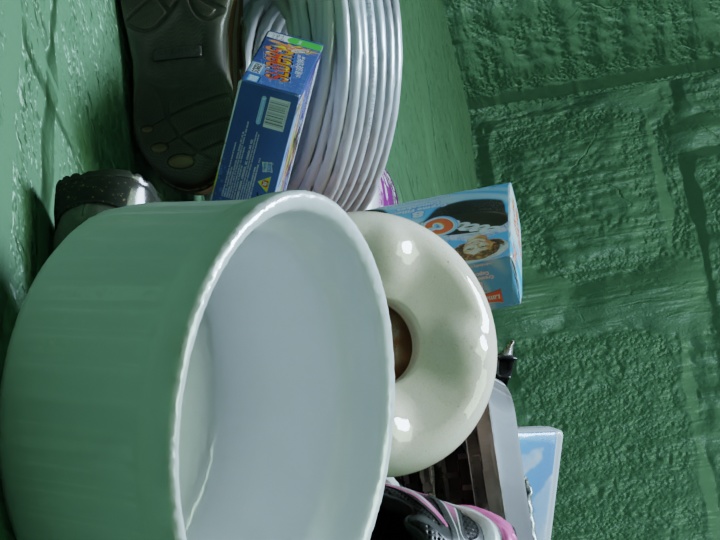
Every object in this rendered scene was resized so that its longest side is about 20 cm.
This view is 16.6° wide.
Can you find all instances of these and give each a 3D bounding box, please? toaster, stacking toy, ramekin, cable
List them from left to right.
[{"bbox_3d":[-0.071,0.063,1.069,0.200,0.098,0.201,-13,105,-63],"label":"ramekin"},{"bbox_3d":[-0.040,-0.122,1.507,0.200,0.069,0.200,-51,-135,48],"label":"cable"},{"bbox_3d":[-0.024,0.055,1.408,0.200,0.146,0.146,154,-71,-64],"label":"stacking toy"},{"bbox_3d":[0.015,0.148,1.540,0.119,0.180,0.200,43,38,-76],"label":"toaster"}]

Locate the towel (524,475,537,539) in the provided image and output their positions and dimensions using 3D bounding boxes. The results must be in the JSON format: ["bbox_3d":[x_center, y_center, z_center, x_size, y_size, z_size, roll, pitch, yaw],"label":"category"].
[{"bbox_3d":[0.039,0.250,1.618,0.035,0.192,0.200,13,66,-61],"label":"towel"}]

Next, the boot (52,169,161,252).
[{"bbox_3d":[-0.110,0.055,1.197,0.200,0.068,0.131,62,26,-53],"label":"boot"}]

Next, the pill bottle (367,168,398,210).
[{"bbox_3d":[-0.032,-0.042,1.701,0.200,0.112,0.113,22,58,-82],"label":"pill bottle"}]

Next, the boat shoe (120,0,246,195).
[{"bbox_3d":[-0.102,-0.137,1.454,0.072,0.076,0.200,72,19,-70],"label":"boat shoe"}]

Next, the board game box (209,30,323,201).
[{"bbox_3d":[-0.067,-0.022,1.368,0.135,0.034,0.200,-75,180,-73],"label":"board game box"}]

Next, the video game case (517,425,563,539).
[{"bbox_3d":[0.058,0.210,1.734,0.022,0.182,0.200,16,-77,54],"label":"video game case"}]

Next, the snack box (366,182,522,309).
[{"bbox_3d":[0.000,0.000,1.532,0.116,0.200,0.037,-84,162,-65],"label":"snack box"}]

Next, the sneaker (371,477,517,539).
[{"bbox_3d":[-0.006,0.144,1.407,0.086,0.200,0.081,23,74,-45],"label":"sneaker"}]
